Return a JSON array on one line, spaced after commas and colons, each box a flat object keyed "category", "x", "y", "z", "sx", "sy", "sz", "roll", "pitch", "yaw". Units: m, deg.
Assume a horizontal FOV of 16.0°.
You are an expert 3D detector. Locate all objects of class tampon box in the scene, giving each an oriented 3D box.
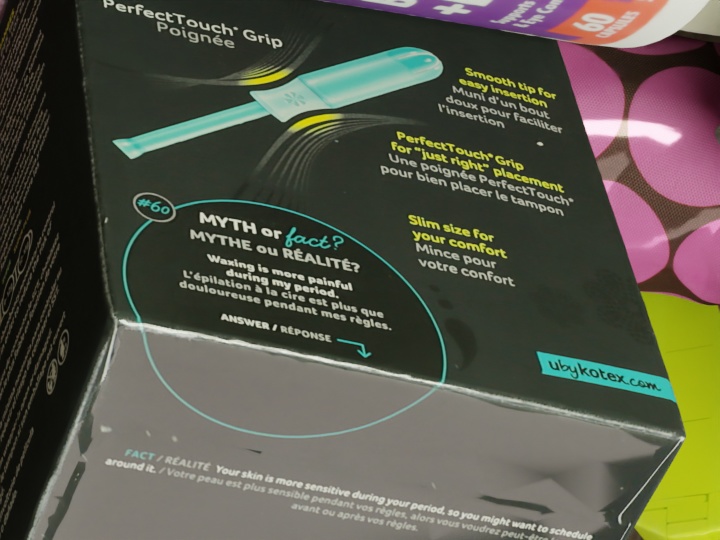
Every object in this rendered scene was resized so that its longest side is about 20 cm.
[{"category": "tampon box", "x": -0.023, "y": 0.007, "z": 0.683, "sx": 0.149, "sy": 0.201, "sz": 0.127, "roll": 12, "pitch": 127, "yaw": -19}]

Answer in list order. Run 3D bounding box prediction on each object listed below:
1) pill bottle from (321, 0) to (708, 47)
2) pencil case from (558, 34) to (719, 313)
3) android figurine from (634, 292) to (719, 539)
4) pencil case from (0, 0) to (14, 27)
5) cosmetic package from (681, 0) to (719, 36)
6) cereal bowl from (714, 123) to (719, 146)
[{"category": "pill bottle", "x": -0.004, "y": -0.124, "z": 0.657, "sx": 0.198, "sy": 0.112, "sz": 0.111, "roll": 6, "pitch": 159, "yaw": -25}, {"category": "pencil case", "x": 0.044, "y": -0.041, "z": 0.869, "sx": 0.198, "sy": 0.091, "sz": 0.094, "roll": 13, "pitch": 139, "yaw": 3}, {"category": "android figurine", "x": 0.165, "y": 0.043, "z": 0.916, "sx": 0.199, "sy": 0.183, "sz": 0.041, "roll": -13, "pitch": 143, "yaw": 25}, {"category": "pencil case", "x": -0.069, "y": -0.093, "z": 0.774, "sx": 0.198, "sy": 0.088, "sz": 0.087, "roll": 2, "pitch": 160, "yaw": -14}, {"category": "cosmetic package", "x": 0.145, "y": -0.137, "z": 0.709, "sx": 0.104, "sy": 0.072, "sz": 0.200, "roll": 7, "pitch": 158, "yaw": -31}, {"category": "cereal bowl", "x": 0.208, "y": -0.064, "z": 0.761, "sx": 0.199, "sy": 0.084, "sz": 0.200, "roll": -34, "pitch": -178, "yaw": 2}]
